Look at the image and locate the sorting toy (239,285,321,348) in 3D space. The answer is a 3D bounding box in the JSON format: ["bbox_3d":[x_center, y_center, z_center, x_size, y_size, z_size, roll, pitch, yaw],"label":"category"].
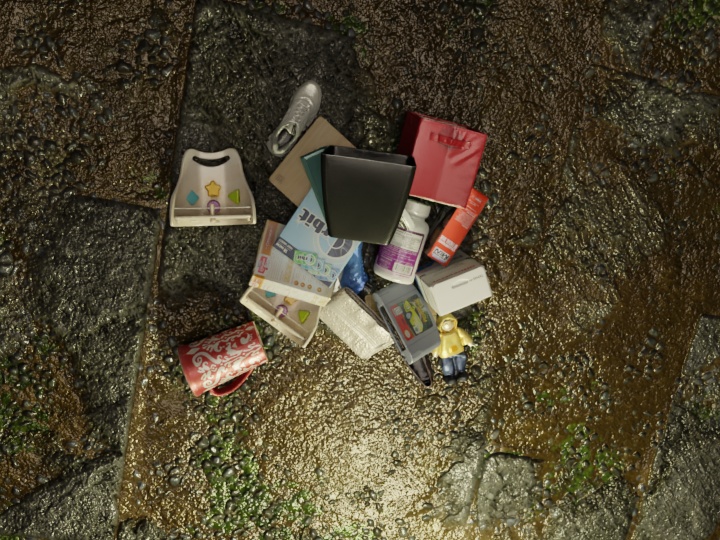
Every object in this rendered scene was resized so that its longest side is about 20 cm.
[{"bbox_3d":[-0.173,0.064,1.713,0.199,0.107,0.181,36,82,-2],"label":"sorting toy"}]

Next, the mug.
[{"bbox_3d":[-0.343,0.223,1.725,0.197,0.178,0.135,-23,69,-7],"label":"mug"}]

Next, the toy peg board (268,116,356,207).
[{"bbox_3d":[-0.085,-0.230,1.669,0.199,0.098,0.201,41,93,1],"label":"toy peg board"}]

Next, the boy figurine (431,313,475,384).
[{"bbox_3d":[0.248,0.199,1.821,0.122,0.065,0.204,-10,107,-3],"label":"boy figurine"}]

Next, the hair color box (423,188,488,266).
[{"bbox_3d":[0.234,-0.119,1.720,0.063,0.111,0.202,29,97,-13],"label":"hair color box"}]

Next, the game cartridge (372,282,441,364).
[{"bbox_3d":[0.125,0.124,1.740,0.132,0.041,0.202,-24,83,-42],"label":"game cartridge"}]

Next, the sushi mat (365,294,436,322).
[{"bbox_3d":[0.105,0.115,1.787,0.196,0.012,0.098,4,77,-9],"label":"sushi mat"}]

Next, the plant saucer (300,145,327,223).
[{"bbox_3d":[-0.073,-0.185,1.570,0.069,0.019,0.203,-22,89,1],"label":"plant saucer"}]

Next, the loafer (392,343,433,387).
[{"bbox_3d":[0.142,0.224,1.807,0.071,0.063,0.202,-30,103,2],"label":"loafer"}]

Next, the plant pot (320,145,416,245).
[{"bbox_3d":[0.010,-0.164,1.473,0.196,0.200,0.181,8,106,1],"label":"plant pot"}]

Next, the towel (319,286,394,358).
[{"bbox_3d":[-0.013,0.139,1.736,0.200,0.035,0.132,44,128,-15],"label":"towel"}]

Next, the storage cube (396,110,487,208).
[{"bbox_3d":[0.182,-0.271,1.636,0.168,0.200,0.183,11,107,-11],"label":"storage cube"}]

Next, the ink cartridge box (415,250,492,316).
[{"bbox_3d":[0.227,0.029,1.706,0.144,0.200,0.086,-21,105,-3],"label":"ink cartridge box"}]

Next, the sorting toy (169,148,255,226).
[{"bbox_3d":[-0.354,-0.200,1.621,0.196,0.107,0.184,-2,94,-10],"label":"sorting toy"}]

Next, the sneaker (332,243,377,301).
[{"bbox_3d":[0.000,0.000,1.727,0.110,0.077,0.203,19,104,-5],"label":"sneaker"}]

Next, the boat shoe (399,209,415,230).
[{"bbox_3d":[0.049,-0.163,1.605,0.064,0.071,0.200,-43,105,0],"label":"boat shoe"}]

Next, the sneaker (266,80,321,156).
[{"bbox_3d":[-0.154,-0.362,1.623,0.074,0.081,0.202,30,96,-12],"label":"sneaker"}]

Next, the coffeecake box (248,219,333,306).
[{"bbox_3d":[-0.159,-0.017,1.669,0.197,0.073,0.156,17,67,-12],"label":"coffeecake box"}]

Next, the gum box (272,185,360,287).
[{"bbox_3d":[-0.083,-0.091,1.603,0.169,0.045,0.201,35,92,1],"label":"gum box"}]

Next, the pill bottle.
[{"bbox_3d":[0.110,-0.077,1.711,0.110,0.112,0.203,15,100,-11],"label":"pill bottle"}]
